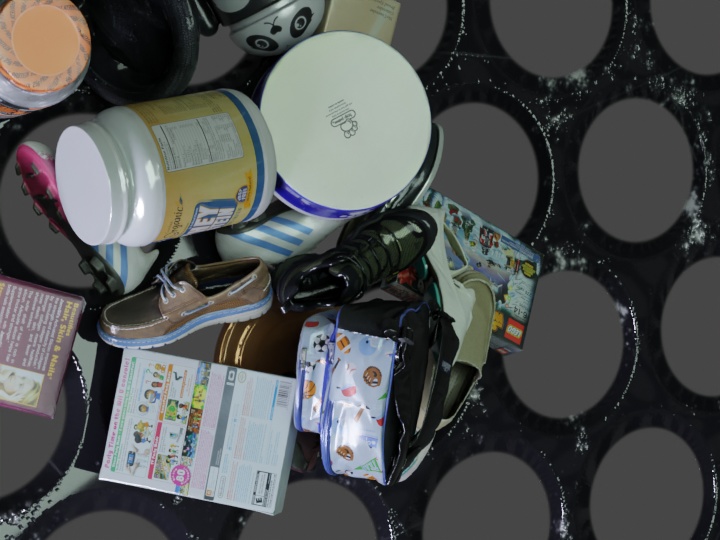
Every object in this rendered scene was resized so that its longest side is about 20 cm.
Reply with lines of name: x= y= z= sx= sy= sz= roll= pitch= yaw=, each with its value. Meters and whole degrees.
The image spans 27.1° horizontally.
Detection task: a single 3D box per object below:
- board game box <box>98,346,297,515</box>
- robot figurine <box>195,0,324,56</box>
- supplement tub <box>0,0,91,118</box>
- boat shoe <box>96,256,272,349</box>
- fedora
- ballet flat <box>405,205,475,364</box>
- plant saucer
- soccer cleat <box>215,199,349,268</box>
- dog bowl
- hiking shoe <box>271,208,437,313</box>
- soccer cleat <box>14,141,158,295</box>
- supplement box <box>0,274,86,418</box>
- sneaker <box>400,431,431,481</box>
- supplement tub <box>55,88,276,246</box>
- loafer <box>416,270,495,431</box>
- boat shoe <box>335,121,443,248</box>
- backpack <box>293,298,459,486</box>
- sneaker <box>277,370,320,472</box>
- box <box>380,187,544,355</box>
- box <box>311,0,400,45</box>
board game box: x=-0.171 y=0.174 z=1.628 sx=0.198 sy=0.064 sz=0.149 roll=11 pitch=86 yaw=7
robot figurine: x=-0.122 y=-0.338 z=1.666 sx=0.125 sy=0.150 sz=0.201 roll=-37 pitch=106 yaw=-35
supplement tub: x=-0.346 y=-0.222 z=1.513 sx=0.121 sy=0.200 sz=0.124 roll=0 pitch=90 yaw=-26
boat shoe: x=-0.194 y=0.025 z=1.634 sx=0.198 sy=0.072 sz=0.073 roll=-16 pitch=134 yaw=-18
fedora: x=-0.239 y=-0.278 z=1.614 sx=0.092 sy=0.199 sz=0.203 roll=-36 pitch=109 yaw=-57
ballet flat: x=0.098 y=0.013 z=1.712 sx=0.069 sy=0.069 sz=0.202 roll=-4 pitch=67 yaw=-26
plant saucer: x=-0.076 y=0.112 z=1.748 sx=0.198 sy=0.032 sz=0.203 roll=-1 pitch=91 yaw=-26
soccer cleat: x=-0.072 y=-0.048 z=1.722 sx=0.198 sy=0.070 sz=0.087 roll=-18 pitch=117 yaw=-16
dog bowl: x=-0.024 y=-0.160 z=1.649 sx=0.198 sy=0.079 sz=0.203 roll=1 pitch=86 yaw=-13
hiking shoe: x=0.000 y=0.000 z=1.650 sx=0.198 sy=0.101 sz=0.076 roll=-26 pitch=113 yaw=1
soccer cleat: x=-0.295 y=-0.068 z=1.621 sx=0.086 sy=0.070 sz=0.201 roll=-44 pitch=114 yaw=-30
supplement box: x=-0.404 y=0.064 z=1.541 sx=0.198 sy=0.103 sz=0.132 roll=18 pitch=82 yaw=-25
sneaker: x=0.054 y=0.150 z=1.796 sx=0.079 sy=0.071 sz=0.202 roll=28 pitch=70 yaw=-23
supplement tub: x=-0.203 y=-0.106 z=1.562 sx=0.198 sy=0.144 sz=0.146 roll=-15 pitch=97 yaw=-35
loafer: x=0.116 y=0.098 z=1.747 sx=0.075 sy=0.068 sz=0.202 roll=22 pitch=82 yaw=-25
boat shoe: x=0.035 y=-0.096 z=1.778 sx=0.060 sy=0.075 sz=0.202 roll=29 pitch=77 yaw=-30
backpack: x=0.008 y=0.128 z=1.592 sx=0.200 sy=0.152 sz=0.193 roll=-8 pitch=99 yaw=-70
sneaker: x=-0.039 y=0.169 z=1.718 sx=0.198 sy=0.076 sz=0.117 roll=-10 pitch=101 yaw=-16
box: x=0.128 y=0.000 z=1.827 sx=0.199 sy=0.040 sz=0.138 roll=28 pitch=64 yaw=-25
box: x=-0.030 y=-0.227 z=1.741 sx=0.094 sy=0.078 sz=0.202 roll=16 pitch=83 yaw=-26
